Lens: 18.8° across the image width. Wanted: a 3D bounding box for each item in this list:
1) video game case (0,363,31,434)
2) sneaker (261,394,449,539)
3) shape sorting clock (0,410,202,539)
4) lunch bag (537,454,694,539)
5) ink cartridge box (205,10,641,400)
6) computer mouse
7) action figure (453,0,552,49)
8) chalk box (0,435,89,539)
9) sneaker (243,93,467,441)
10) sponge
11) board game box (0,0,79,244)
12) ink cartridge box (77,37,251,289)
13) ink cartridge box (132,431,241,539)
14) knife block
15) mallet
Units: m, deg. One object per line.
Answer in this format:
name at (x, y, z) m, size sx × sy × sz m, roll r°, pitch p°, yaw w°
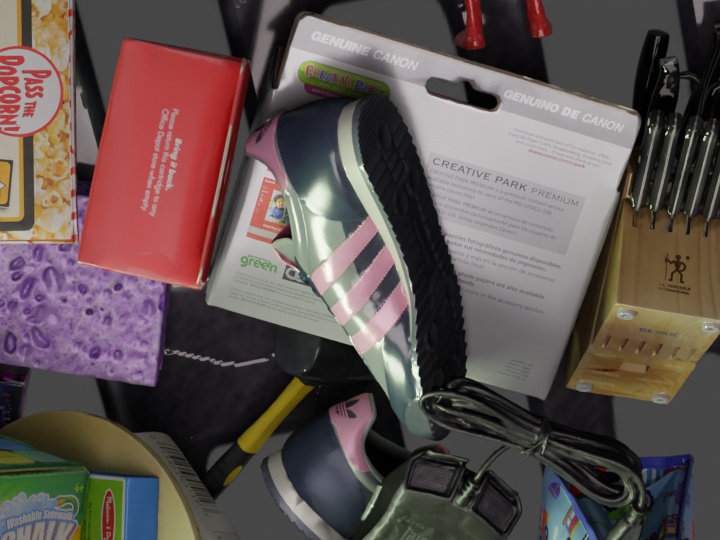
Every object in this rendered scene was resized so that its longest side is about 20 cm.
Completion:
video game case at (-0.300, 0.133, 1.298) m, size 0.180 × 0.036 × 0.201 m, roll 11°, pitch 111°, yaw -4°
sneaker at (0.040, 0.149, 1.257) m, size 0.082 × 0.070 × 0.200 m, roll -43°, pitch 118°, yaw 16°
shape sorting clock at (-0.166, 0.180, 1.230) m, size 0.199 × 0.039 × 0.201 m, roll -2°, pitch 87°, yaw 36°
lunch bag at (0.150, 0.214, 1.237) m, size 0.093 × 0.200 × 0.151 m, roll 2°, pitch 112°, yaw 0°
ink cartridge box at (0.035, -0.046, 1.198) m, size 0.199 × 0.084 × 0.176 m, roll 17°, pitch 111°, yaw -6°
computer mouse at (0.070, 0.138, 1.169) m, size 0.140 × 0.046 × 0.201 m, roll 22°, pitch 127°, yaw -5°
action figure at (0.061, -0.222, 1.148) m, size 0.065 × 0.052 × 0.201 m, roll -9°, pitch 107°, yaw -2°
chalk box at (-0.235, 0.148, 1.181) m, size 0.123 × 0.124 × 0.201 m, roll 13°, pitch 97°, yaw 37°
sneaker at (0.000, 0.000, 1.146) m, size 0.082 × 0.070 × 0.201 m, roll -3°, pitch 117°, yaw 27°
sponge at (-0.207, -0.002, 1.247) m, size 0.199 × 0.030 × 0.112 m, roll 9°, pitch 111°, yaw -2°
board game box at (-0.240, -0.087, 1.084) m, size 0.199 × 0.046 × 0.152 m, roll 0°, pitch 91°, yaw -7°
ink cartridge box at (-0.100, -0.054, 1.120) m, size 0.067 × 0.200 × 0.117 m, roll 11°, pitch 90°, yaw -4°
ink cartridge box at (-0.145, 0.218, 1.262) m, size 0.200 × 0.050 × 0.161 m, roll -46°, pitch 62°, yaw 16°
knife block at (0.170, -0.037, 1.222) m, size 0.064 × 0.200 × 0.176 m, roll 10°, pitch 67°, yaw -2°
mallet at (-0.068, 0.096, 1.269) m, size 0.200 × 0.041 × 0.066 m, roll -44°, pitch 145°, yaw 19°
